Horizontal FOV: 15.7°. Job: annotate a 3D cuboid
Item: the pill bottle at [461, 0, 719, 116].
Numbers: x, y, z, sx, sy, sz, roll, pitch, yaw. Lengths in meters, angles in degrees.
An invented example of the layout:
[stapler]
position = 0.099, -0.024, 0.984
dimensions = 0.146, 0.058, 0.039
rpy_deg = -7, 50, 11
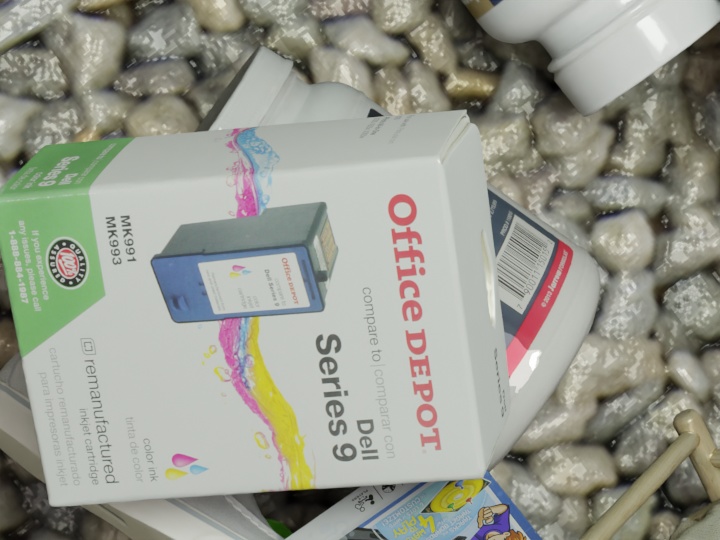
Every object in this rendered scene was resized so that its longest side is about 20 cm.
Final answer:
[pill bottle]
position = 0.088, -0.182, 1.292
dimensions = 0.120, 0.120, 0.200
rpy_deg = -37, 92, -13

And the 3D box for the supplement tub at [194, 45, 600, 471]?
[supplement tub]
position = 0.000, 0.000, 1.243
dimensions = 0.200, 0.140, 0.140
rpy_deg = 35, 78, -7

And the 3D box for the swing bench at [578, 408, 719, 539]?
[swing bench]
position = 0.178, 0.200, 1.221
dimensions = 0.199, 0.130, 0.200
rpy_deg = -37, 122, -46

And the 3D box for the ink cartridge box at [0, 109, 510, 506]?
[ink cartridge box]
position = -0.044, 0.016, 1.132
dimensions = 0.200, 0.088, 0.146
rpy_deg = -4, 107, 11

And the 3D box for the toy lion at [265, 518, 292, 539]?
[toy lion]
position = -0.024, 0.215, 1.257
dimensions = 0.200, 0.069, 0.192
rpy_deg = -4, 78, -7

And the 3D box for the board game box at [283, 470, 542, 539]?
[board game box]
position = -0.005, 0.172, 1.128
dimensions = 0.200, 0.135, 0.034
rpy_deg = -35, 137, -5

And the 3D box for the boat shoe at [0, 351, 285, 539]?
[boat shoe]
position = -0.088, 0.097, 1.237
dimensions = 0.200, 0.072, 0.069
rpy_deg = 30, 72, 19
